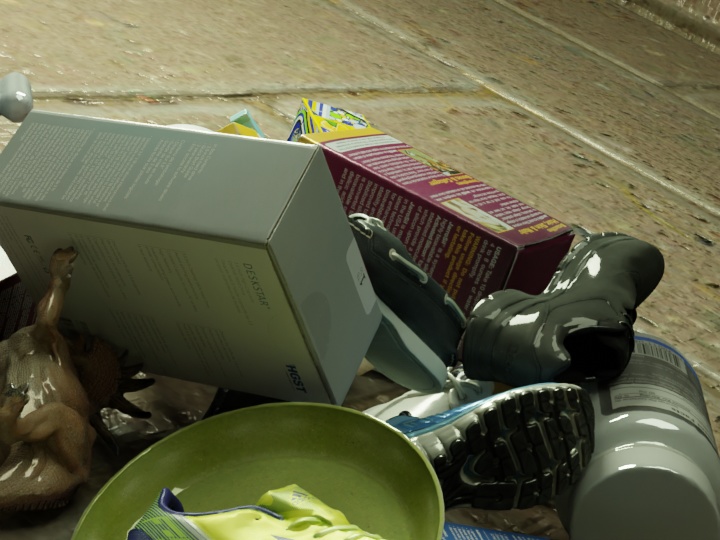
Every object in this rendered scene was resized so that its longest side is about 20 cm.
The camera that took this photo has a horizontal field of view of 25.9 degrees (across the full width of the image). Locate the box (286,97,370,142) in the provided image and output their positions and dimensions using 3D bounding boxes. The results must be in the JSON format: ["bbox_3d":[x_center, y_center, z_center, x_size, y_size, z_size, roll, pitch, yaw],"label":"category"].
[{"bbox_3d":[-0.016,-0.092,1.472,0.070,0.065,0.200,13,22,-20],"label":"box"}]

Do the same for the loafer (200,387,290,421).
[{"bbox_3d":[-0.064,0.087,0.990,0.068,0.071,0.201,19,21,-4],"label":"loafer"}]

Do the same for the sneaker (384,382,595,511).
[{"bbox_3d":[0.052,0.107,0.975,0.199,0.079,0.090,-15,21,-14],"label":"sneaker"}]

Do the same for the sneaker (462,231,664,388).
[{"bbox_3d":[0.159,0.037,1.079,0.091,0.076,0.200,22,38,37],"label":"sneaker"}]

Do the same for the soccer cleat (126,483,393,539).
[{"bbox_3d":[-0.021,0.135,0.727,0.199,0.065,0.084,1,54,22],"label":"soccer cleat"}]

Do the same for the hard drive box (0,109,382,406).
[{"bbox_3d":[-0.105,-0.006,0.933,0.199,0.156,0.077,10,54,24],"label":"hard drive box"}]

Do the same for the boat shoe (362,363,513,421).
[{"bbox_3d":[0.062,0.095,1.089,0.071,0.070,0.199,35,25,32],"label":"boat shoe"}]

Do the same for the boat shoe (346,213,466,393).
[{"bbox_3d":[0.000,0.000,1.002,0.075,0.061,0.200,4,-34,40],"label":"boat shoe"}]

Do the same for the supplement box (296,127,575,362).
[{"bbox_3d":[0.044,-0.024,1.218,0.199,0.104,0.131,28,18,21],"label":"supplement box"}]

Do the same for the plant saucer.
[{"bbox_3d":[-0.053,0.146,0.812,0.199,0.031,0.200,-8,36,6],"label":"plant saucer"}]

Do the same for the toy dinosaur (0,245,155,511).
[{"bbox_3d":[-0.178,0.084,0.896,0.085,0.136,0.201,-14,42,16],"label":"toy dinosaur"}]

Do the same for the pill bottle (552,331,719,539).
[{"bbox_3d":[0.186,0.129,1.063,0.113,0.114,0.200,20,22,-2],"label":"pill bottle"}]

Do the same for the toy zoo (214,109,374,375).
[{"bbox_3d":[-0.050,-0.025,1.108,0.201,0.020,0.131,65,8,16],"label":"toy zoo"}]

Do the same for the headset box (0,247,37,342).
[{"bbox_3d":[-0.289,0.007,0.967,0.148,0.078,0.200,26,23,13],"label":"headset box"}]

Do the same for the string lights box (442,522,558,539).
[{"bbox_3d":[0.066,0.193,0.873,0.199,0.059,0.103,13,23,-20],"label":"string lights box"}]

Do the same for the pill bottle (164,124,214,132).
[{"bbox_3d":[-0.122,-0.021,1.139,0.111,0.112,0.200,13,22,-19],"label":"pill bottle"}]

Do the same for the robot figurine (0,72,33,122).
[{"bbox_3d":[-0.331,-0.120,1.179,0.169,0.113,0.200,-12,28,-6],"label":"robot figurine"}]

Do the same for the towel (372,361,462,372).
[{"bbox_3d":[0.013,0.030,1.254,0.199,0.032,0.191,15,23,-14],"label":"towel"}]
